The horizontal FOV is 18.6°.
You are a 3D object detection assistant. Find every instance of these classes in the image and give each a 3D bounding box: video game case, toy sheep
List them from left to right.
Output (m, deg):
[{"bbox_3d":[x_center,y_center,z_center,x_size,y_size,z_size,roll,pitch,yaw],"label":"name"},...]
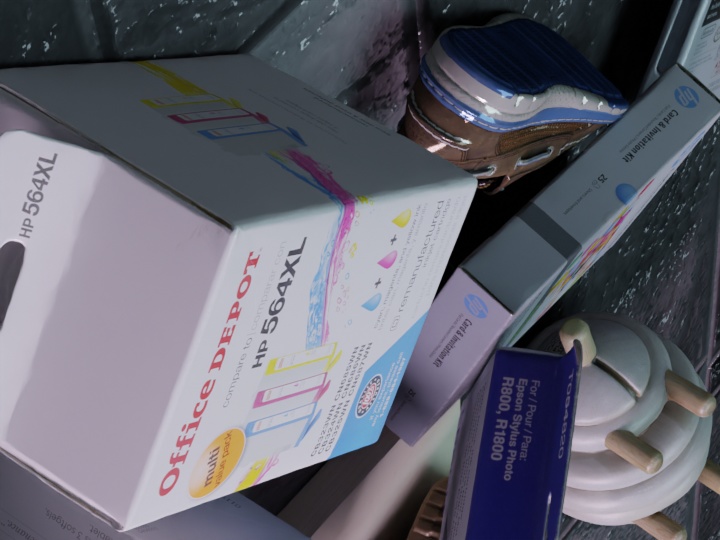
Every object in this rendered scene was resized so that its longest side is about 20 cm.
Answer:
[{"bbox_3d":[0.155,0.092,1.354,0.138,0.138,0.200,-48,144,-24],"label":"toy sheep"},{"bbox_3d":[0.222,-0.169,1.297,0.200,0.023,0.182,-28,141,-61],"label":"video game case"}]

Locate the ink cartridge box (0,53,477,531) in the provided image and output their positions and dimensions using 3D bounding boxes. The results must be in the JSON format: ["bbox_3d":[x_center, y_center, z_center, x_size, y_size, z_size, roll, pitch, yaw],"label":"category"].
[{"bbox_3d":[-0.072,0.003,0.835,0.200,0.125,0.129,-15,130,-58],"label":"ink cartridge box"}]

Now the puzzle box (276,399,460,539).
[{"bbox_3d":[-0.012,0.155,1.233,0.200,0.025,0.133,-45,152,-29],"label":"puzzle box"}]

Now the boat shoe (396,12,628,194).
[{"bbox_3d":[0.067,-0.080,1.088,0.072,0.072,0.200,-51,161,20],"label":"boat shoe"}]

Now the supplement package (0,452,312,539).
[{"bbox_3d":[-0.124,0.182,0.943,0.110,0.114,0.200,-1,117,-63],"label":"supplement package"}]

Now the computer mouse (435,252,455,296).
[{"bbox_3d":[0.000,0.000,1.061,0.140,0.046,0.200,-52,154,-14],"label":"computer mouse"}]

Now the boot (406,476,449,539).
[{"bbox_3d":[0.034,0.225,1.276,0.200,0.072,0.166,-56,153,-16],"label":"boot"}]

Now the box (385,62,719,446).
[{"bbox_3d":[0.098,-0.008,1.186,0.200,0.041,0.156,-43,172,-35],"label":"box"}]

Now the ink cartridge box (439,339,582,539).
[{"bbox_3d":[0.064,0.144,1.105,0.200,0.041,0.200,108,-8,-75],"label":"ink cartridge box"}]
